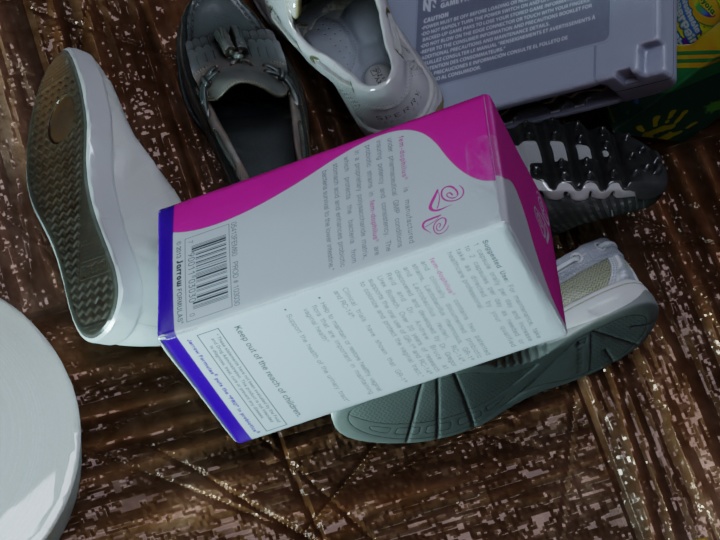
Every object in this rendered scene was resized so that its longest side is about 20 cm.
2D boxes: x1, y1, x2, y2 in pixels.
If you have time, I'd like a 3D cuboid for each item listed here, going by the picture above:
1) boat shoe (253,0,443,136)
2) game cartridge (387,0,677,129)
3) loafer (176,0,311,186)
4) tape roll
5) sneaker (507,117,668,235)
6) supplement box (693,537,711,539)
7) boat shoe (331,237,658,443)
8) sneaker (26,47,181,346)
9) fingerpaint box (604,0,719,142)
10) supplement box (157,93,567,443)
[{"bbox_3d":[-0.018,-0.162,1.401,0.071,0.069,0.200,-37,56,-1],"label":"boat shoe"},{"bbox_3d":[0.098,-0.151,1.388,0.199,0.040,0.134,-11,68,34],"label":"game cartridge"},{"bbox_3d":[-0.060,-0.088,1.389,0.071,0.063,0.201,-14,68,-11],"label":"loafer"},{"bbox_3d":[-0.255,0.099,1.302,0.201,0.037,0.204,2,66,-5],"label":"tape roll"},{"bbox_3d":[0.079,-0.034,1.366,0.198,0.091,0.067,-5,40,0],"label":"sneaker"},{"bbox_3d":[0.114,0.276,1.206,0.196,0.133,0.201,-16,68,-12],"label":"supplement box"},{"bbox_3d":[0.071,0.040,1.342,0.201,0.075,0.065,-22,58,-11],"label":"boat shoe"},{"bbox_3d":[-0.139,-0.038,1.370,0.084,0.073,0.201,10,51,-38],"label":"sneaker"},{"bbox_3d":[0.196,-0.206,1.407,0.073,0.167,0.201,4,61,-43],"label":"fingerpaint box"},{"bbox_3d":[0.000,0.000,1.273,0.199,0.104,0.102,-19,44,16],"label":"supplement box"}]
